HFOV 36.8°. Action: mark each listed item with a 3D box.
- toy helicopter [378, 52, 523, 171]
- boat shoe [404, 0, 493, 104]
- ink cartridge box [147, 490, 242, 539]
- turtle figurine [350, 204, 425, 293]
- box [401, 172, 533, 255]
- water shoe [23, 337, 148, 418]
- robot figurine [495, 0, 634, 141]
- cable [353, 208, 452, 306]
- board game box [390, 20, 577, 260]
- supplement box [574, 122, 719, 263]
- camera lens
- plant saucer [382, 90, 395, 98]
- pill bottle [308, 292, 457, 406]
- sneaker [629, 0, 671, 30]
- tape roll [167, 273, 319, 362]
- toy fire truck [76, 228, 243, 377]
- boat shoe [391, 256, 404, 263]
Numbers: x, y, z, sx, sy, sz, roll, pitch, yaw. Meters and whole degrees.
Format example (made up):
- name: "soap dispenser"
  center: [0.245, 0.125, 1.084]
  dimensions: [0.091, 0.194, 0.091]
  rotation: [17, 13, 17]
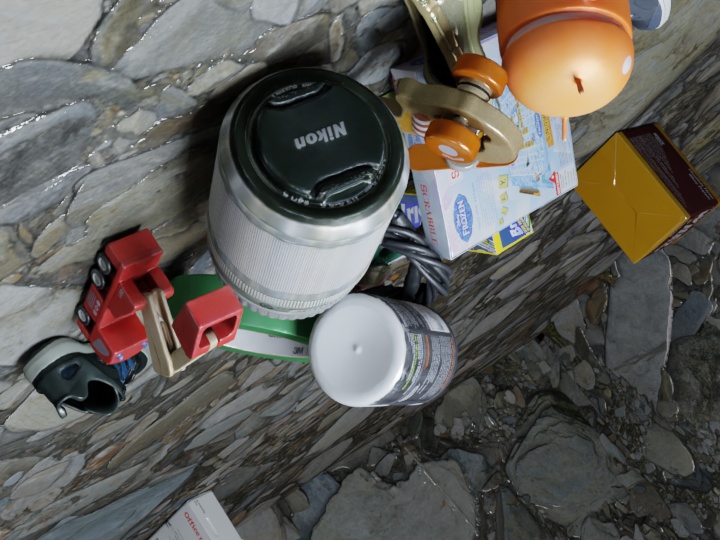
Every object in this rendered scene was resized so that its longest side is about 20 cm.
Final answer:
- name: "toy helicopter"
  center: [0.057, -0.132, 0.966]
  dimensions: [0.132, 0.198, 0.080]
  rotation: [38, 73, -51]
- name: "boat shoe"
  center: [0.074, -0.192, 0.964]
  dimensions: [0.063, 0.073, 0.202]
  rotation: [-33, 150, -12]
- name: "ink cartridge box"
  center: [-0.349, 0.577, 2.244]
  dimensions: [0.200, 0.146, 0.084]
  rotation: [-45, 164, 29]
- name: "turtle figurine"
  center: [0.001, -0.024, 1.238]
  dimensions: [0.149, 0.102, 0.199]
  rotation: [-20, 178, -42]
- name: "box"
  center: [0.107, -0.070, 1.272]
  dimensions: [0.064, 0.071, 0.199]
  rotation: [-28, -159, -29]
- name: "water shoe"
  center: [-0.275, 0.119, 1.130]
  dimensions: [0.071, 0.079, 0.200]
  rotation: [-40, 166, 14]
- name: "robot figurine"
  center: [0.173, -0.218, 0.927]
  dimensions: [0.116, 0.203, 0.143]
  rotation: [19, 150, -41]
- name: "cable"
  center: [0.000, 0.000, 1.150]
  dimensions: [0.198, 0.051, 0.162]
  rotation: [-24, 134, 39]
- name: "board game box"
  center: [0.134, -0.145, 1.120]
  dimensions: [0.198, 0.203, 0.041]
  rotation: [-28, -152, -30]
- name: "supplement box"
  center: [0.526, -0.146, 1.995]
  dimensions: [0.199, 0.198, 0.133]
  rotation: [-19, 158, -52]
- name: "camera lens"
  center: [-0.052, -0.063, 0.940]
  dimensions: [0.159, 0.161, 0.201]
  rotation: [-30, 164, -25]
- name: "plant saucer"
  center: [0.007, -0.119, 1.172]
  dimensions: [0.199, 0.031, 0.200]
  rotation: [-35, 166, -10]
- name: "pill bottle"
  center: [0.035, 0.083, 1.095]
  dimensions: [0.106, 0.107, 0.199]
  rotation: [-41, 160, 15]
- name: "sneaker"
  center: [0.235, -0.269, 1.098]
  dimensions: [0.146, 0.077, 0.202]
  rotation: [-47, 147, 3]
- name: "tape roll"
  center: [-0.109, 0.053, 1.141]
  dimensions: [0.201, 0.197, 0.049]
  rotation: [90, 10, -77]
- name: "toy fire truck"
  center: [-0.188, 0.044, 0.983]
  dimensions: [0.048, 0.142, 0.201]
  rotation: [-24, 161, -38]
- name: "boat shoe"
  center: [0.008, -0.034, 1.391]
  dimensions: [0.198, 0.074, 0.067]
  rotation: [-25, 180, -12]
